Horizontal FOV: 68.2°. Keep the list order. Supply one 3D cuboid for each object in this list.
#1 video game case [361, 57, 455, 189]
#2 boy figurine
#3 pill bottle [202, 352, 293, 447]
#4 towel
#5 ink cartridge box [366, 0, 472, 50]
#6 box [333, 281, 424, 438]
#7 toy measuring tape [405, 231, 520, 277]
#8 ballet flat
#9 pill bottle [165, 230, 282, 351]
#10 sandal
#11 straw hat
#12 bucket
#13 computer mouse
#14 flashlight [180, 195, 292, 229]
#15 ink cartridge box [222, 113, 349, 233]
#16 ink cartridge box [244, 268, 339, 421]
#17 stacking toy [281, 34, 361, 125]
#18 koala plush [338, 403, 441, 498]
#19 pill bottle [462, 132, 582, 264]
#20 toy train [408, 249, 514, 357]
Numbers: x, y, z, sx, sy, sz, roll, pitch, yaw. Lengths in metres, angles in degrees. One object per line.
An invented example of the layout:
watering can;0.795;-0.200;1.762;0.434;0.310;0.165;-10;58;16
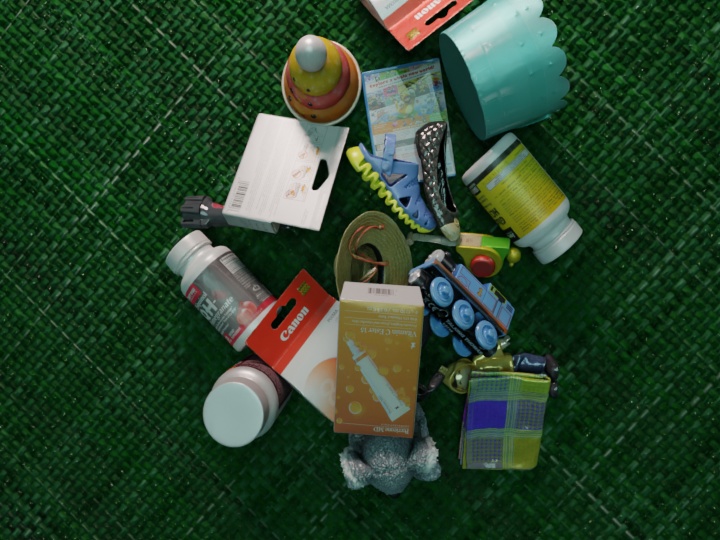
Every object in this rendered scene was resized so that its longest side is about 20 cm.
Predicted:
video game case;0.084;-0.256;0.934;0.139;0.018;0.206;-9;92;5
boy figurine;0.237;0.175;0.919;0.193;0.064;0.128;2;99;1
pill bottle;-0.181;0.208;0.878;0.110;0.200;0.118;0;92;3
towel;0.245;0.262;0.908;0.139;0.023;0.206;2;116;4
ink cartridge box;0.085;-0.468;0.856;0.160;0.050;0.202;-35;55;5
box;0.026;0.131;0.798;0.120;0.098;0.206;3;103;2
toy measuring tape;0.176;-0.027;0.919;0.194;0.073;0.076;5;93;16
ballet flat;0.136;-0.150;0.886;0.056;0.066;0.206;-14;86;28
pill bottle;-0.239;0.031;0.920;0.111;0.111;0.200;-45;89;4
sandal;0.068;-0.149;0.892;0.087;0.080;0.200;-41;107;11
straw hat;0.000;0.000;0.913;0.084;0.198;0.208;5;94;44
bucket;0.218;-0.318;0.835;0.132;0.207;0.212;-24;91;6
computer mouse;0.106;0.117;0.898;0.139;0.046;0.202;37;66;-8
flashlight;-0.214;-0.108;0.940;0.194;0.068;0.070;2;97;8
ink cartridge box;-0.119;-0.160;0.890;0.168;0.044;0.205;11;69;10
ink cartridge box;-0.068;0.124;0.890;0.200;0.050;0.163;46;71;-22
stacking toy;-0.074;-0.324;0.850;0.141;0.200;0.151;0;92;4
koala plush;0.043;0.289;0.868;0.172;0.200;0.190;-7;92;4
pill bottle;0.269;-0.115;0.880;0.112;0.112;0.201;-40;89;4
toy train;0.162;0.053;0.875;0.199;0.086;0.115;42;54;-14
